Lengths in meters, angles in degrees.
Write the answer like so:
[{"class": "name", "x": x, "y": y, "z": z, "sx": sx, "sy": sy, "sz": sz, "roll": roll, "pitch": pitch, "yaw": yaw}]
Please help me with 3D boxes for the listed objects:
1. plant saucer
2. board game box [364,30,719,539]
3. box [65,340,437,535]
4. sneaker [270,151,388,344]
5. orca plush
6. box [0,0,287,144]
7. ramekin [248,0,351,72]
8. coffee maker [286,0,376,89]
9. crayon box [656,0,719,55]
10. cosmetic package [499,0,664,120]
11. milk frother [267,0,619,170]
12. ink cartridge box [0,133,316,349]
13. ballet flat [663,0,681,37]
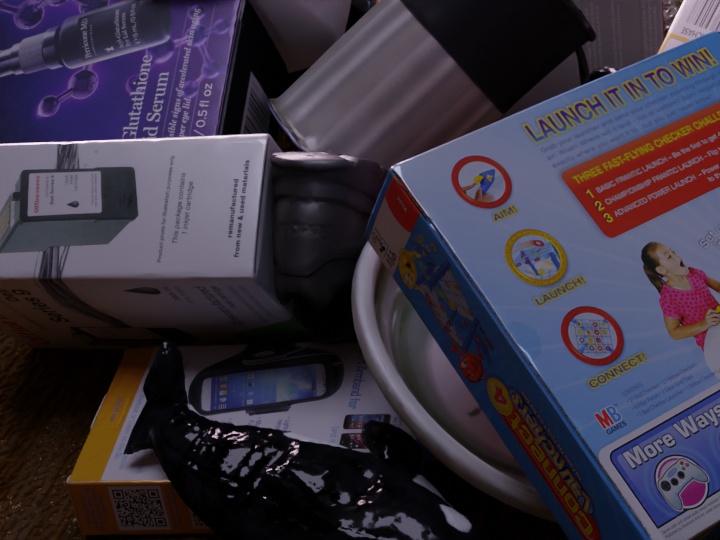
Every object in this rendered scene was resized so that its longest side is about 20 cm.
[{"class": "plant saucer", "x": 0.079, "y": 0.052, "z": 0.722, "sx": 0.199, "sy": 0.050, "sz": 0.201, "roll": 18, "pitch": 40, "yaw": -16}, {"class": "board game box", "x": 0.136, "y": 0.010, "z": 0.642, "sx": 0.199, "sy": 0.056, "sz": 0.196, "roll": -23, "pitch": 67, "yaw": -26}, {"class": "box", "x": -0.040, "y": 0.085, "z": 0.760, "sx": 0.198, "sy": 0.042, "sz": 0.119, "roll": -1, "pitch": 32, "yaw": 9}, {"class": "sneaker", "x": 0.000, "y": 0.000, "z": 0.799, "sx": 0.075, "sy": 0.092, "sz": 0.200, "roll": 4, "pitch": -11, "yaw": 28}, {"class": "orca plush", "x": -0.029, "y": 0.091, "z": 0.661, "sx": 0.105, "sy": 0.071, "sz": 0.200, "roll": -43, "pitch": 62, "yaw": -14}, {"class": "box", "x": -0.162, "y": -0.093, "z": 0.958, "sx": 0.198, "sy": 0.104, "sz": 0.149, "roll": 1, "pitch": 69, "yaw": 15}, {"class": "ramekin", "x": -0.095, "y": -0.210, "z": 0.993, "sx": 0.199, "sy": 0.200, "sz": 0.099, "roll": 1, "pitch": 74, "yaw": 16}, {"class": "coffee maker", "x": -0.089, "y": -0.194, "z": 1.143, "sx": 0.198, "sy": 0.136, "sz": 0.192, "roll": -12, "pitch": 31, "yaw": -4}, {"class": "crayon box", "x": 0.207, "y": -0.061, "z": 0.843, "sx": 0.051, "sy": 0.201, "sz": 0.126, "roll": 22, "pitch": 8, "yaw": -41}, {"class": "cosmetic package", "x": 0.125, "y": -0.176, "z": 1.084, "sx": 0.198, "sy": 0.108, "sz": 0.090, "roll": -2, "pitch": 32, "yaw": 9}, {"class": "milk frother", "x": 0.081, "y": -0.093, "z": 0.945, "sx": 0.188, "sy": 0.180, "sz": 0.200, "roll": -43, "pitch": 64, "yaw": 9}, {"class": "ink cartridge box", "x": -0.127, "y": -0.010, "z": 0.826, "sx": 0.198, "sy": 0.146, "sz": 0.085, "roll": -1, "pitch": 72, "yaw": 16}, {"class": "ballet flat", "x": 0.161, "y": -0.208, "z": 1.168, "sx": 0.198, "sy": 0.064, "sz": 0.076, "roll": -6, "pitch": 31, "yaw": 7}]
